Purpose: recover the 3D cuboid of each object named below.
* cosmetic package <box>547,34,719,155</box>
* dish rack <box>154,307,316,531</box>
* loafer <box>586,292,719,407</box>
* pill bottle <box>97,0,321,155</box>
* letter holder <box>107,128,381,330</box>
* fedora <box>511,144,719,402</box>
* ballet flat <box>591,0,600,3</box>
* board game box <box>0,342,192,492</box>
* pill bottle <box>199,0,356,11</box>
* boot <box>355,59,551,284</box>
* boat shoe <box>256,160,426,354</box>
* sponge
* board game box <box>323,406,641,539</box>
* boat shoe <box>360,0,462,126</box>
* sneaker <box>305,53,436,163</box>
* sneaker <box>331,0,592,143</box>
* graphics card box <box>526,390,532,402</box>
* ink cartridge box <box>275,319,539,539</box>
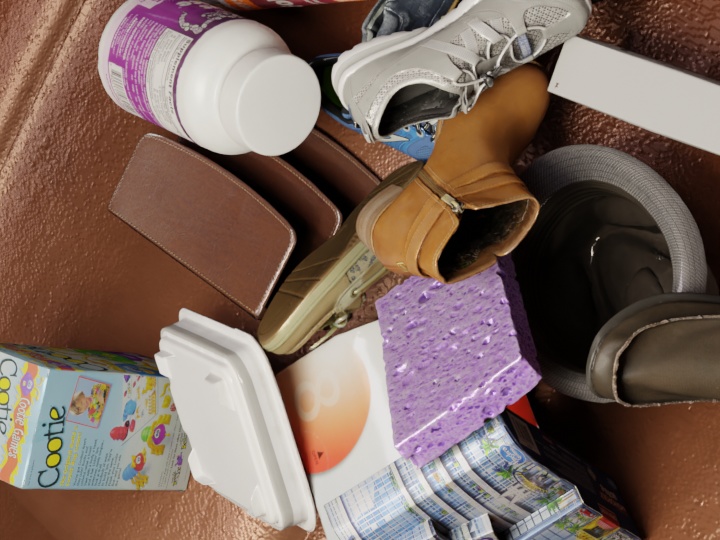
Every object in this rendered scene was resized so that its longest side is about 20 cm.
[{"bbox_3d":[0.242,-0.118,1.581,0.200,0.082,0.051,25,100,36],"label":"cosmetic package"},{"bbox_3d":[-0.109,0.126,1.765,0.200,0.043,0.172,18,128,65],"label":"dish rack"},{"bbox_3d":[0.251,0.055,1.483,0.071,0.199,0.073,-134,38,-60],"label":"loafer"},{"bbox_3d":[-0.122,-0.159,1.779,0.200,0.112,0.113,26,101,48],"label":"pill bottle"},{"bbox_3d":[-0.092,-0.062,1.822,0.200,0.100,0.143,34,104,35],"label":"letter holder"},{"bbox_3d":[0.191,0.008,1.601,0.200,0.090,0.177,40,108,41],"label":"fedora"},{"bbox_3d":[0.183,-0.235,1.607,0.199,0.068,0.068,-25,69,9],"label":"ballet flat"},{"bbox_3d":[-0.240,0.125,1.851,0.103,0.200,0.105,16,94,37],"label":"board game box"},{"bbox_3d":[-0.068,-0.277,1.816,0.199,0.114,0.115,0,85,37],"label":"pill bottle"},{"bbox_3d":[0.090,-0.072,1.574,0.200,0.077,0.155,-40,21,-9],"label":"boot"},{"bbox_3d":[0.000,0.000,1.706,0.200,0.063,0.073,-46,18,-15],"label":"boat shoe"},{"bbox_3d":[0.067,0.049,1.546,0.111,0.030,0.200,-37,25,16],"label":"sponge"},{"bbox_3d":[0.072,0.197,1.577,0.200,0.200,0.062,-35,54,17],"label":"board game box"},{"bbox_3d":[0.065,-0.215,1.680,0.071,0.091,0.201,-35,31,64],"label":"boat shoe"},{"bbox_3d":[0.030,-0.127,1.741,0.199,0.089,0.079,21,98,35],"label":"sneaker"},{"bbox_3d":[0.081,-0.147,1.586,0.199,0.075,0.082,-25,50,9],"label":"sneaker"},{"bbox_3d":[0.069,0.127,1.708,0.125,0.051,0.201,8,89,38],"label":"graphics card box"},{"bbox_3d":[0.034,0.112,1.672,0.200,0.050,0.163,-35,63,36],"label":"ink cartridge box"}]
